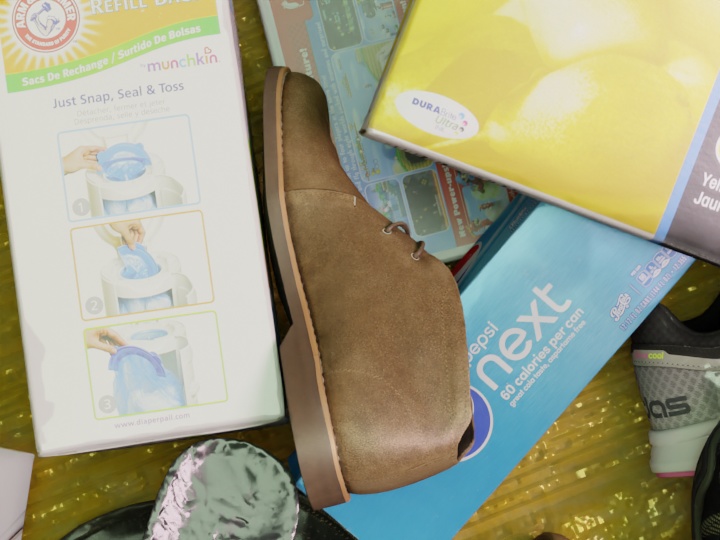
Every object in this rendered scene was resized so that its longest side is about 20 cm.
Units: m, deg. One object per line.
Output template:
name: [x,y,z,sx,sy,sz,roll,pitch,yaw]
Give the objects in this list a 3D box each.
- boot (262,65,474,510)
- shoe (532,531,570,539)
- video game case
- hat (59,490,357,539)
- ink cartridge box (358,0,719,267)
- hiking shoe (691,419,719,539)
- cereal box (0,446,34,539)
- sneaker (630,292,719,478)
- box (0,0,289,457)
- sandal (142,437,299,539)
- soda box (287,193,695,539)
boot: [0.000,0.000,1.002,0.075,0.074,0.200,-13,60,2]
shoe: [0.086,0.190,0.998,0.053,0.200,0.070,29,123,-21]
video game case: [0.066,-0.084,1.079,0.200,0.017,0.143,-14,87,-3]
hat: [-0.066,0.185,1.028,0.200,0.081,0.201,0,88,-1]
ink cartridge box: [0.126,-0.114,0.976,0.197,0.047,0.200,20,96,-6]
hiking shoe: [0.166,0.137,0.996,0.076,0.101,0.200,12,114,-10]
cereal box: [-0.202,0.162,0.992,0.039,0.144,0.200,3,82,32]
sneaker: [0.202,0.014,1.048,0.200,0.074,0.088,-24,93,2]
box: [-0.093,-0.028,1.024,0.101,0.112,0.200,-8,86,-1]
sandal: [-0.075,0.162,0.967,0.075,0.048,0.201,13,79,-5]
soda box: [0.059,0.031,1.037,0.068,0.064,0.200,41,91,-7]
